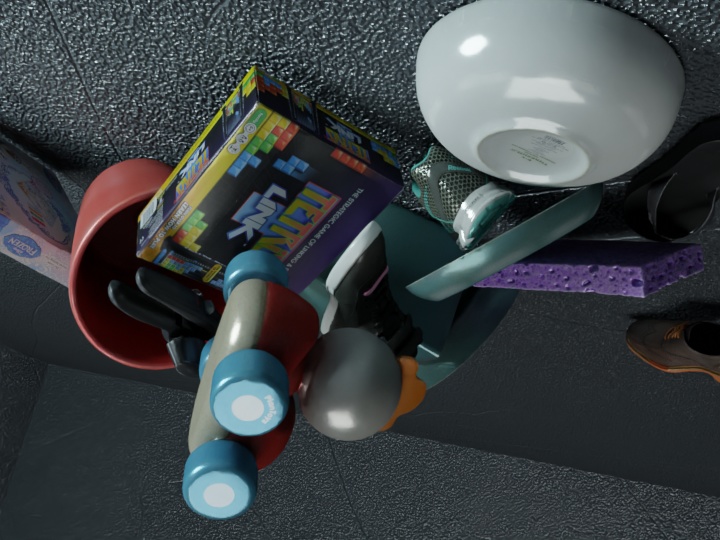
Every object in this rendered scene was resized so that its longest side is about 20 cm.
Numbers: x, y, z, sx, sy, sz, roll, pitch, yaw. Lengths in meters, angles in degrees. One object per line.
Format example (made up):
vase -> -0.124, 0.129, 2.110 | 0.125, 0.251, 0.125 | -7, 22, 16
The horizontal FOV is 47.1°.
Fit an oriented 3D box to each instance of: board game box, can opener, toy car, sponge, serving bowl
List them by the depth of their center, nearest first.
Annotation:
serving bowl -> 0.132, -0.112, 0.606 | 0.196, 0.067, 0.201 | 12, 162, 4
toy car -> -0.040, 0.109, 0.721 | 0.196, 0.179, 0.185 | 15, -152, -13
board game box -> -0.085, -0.062, 0.757 | 0.164, 0.057, 0.200 | 25, 126, -32
can opener -> -0.172, 0.039, 0.771 | 0.063, 0.079, 0.201 | -29, 157, -4
sponge -> 0.217, -0.006, 0.811 | 0.110, 0.030, 0.198 | -17, -167, -39
board game box -> -0.397, -0.083, 0.944 | 0.201, 0.043, 0.199 | 52, -175, 31

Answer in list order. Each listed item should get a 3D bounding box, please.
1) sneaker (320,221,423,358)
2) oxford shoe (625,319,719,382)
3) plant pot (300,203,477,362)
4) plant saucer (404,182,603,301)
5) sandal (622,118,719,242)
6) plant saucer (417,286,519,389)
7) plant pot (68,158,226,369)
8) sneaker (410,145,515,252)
sneaker -> 0.021, 0.034, 0.769 | 0.099, 0.071, 0.201 | 38, 153, 13
oxford shoe -> 0.401, 0.082, 1.006 | 0.073, 0.072, 0.199 | 47, 162, -29
plant pot -> 0.000, 0.000, 0.942 | 0.197, 0.144, 0.141 | 27, 160, -16
plant saucer -> 0.131, -0.022, 0.737 | 0.198, 0.028, 0.200 | -29, 177, -2
sandal -> 0.270, -0.062, 0.692 | 0.074, 0.044, 0.201 | 11, 163, 6
plant saucer -> 0.110, 0.062, 0.998 | 0.036, 0.201, 0.200 | 44, 157, -8
plant pot -> -0.225, -0.026, 0.901 | 0.198, 0.202, 0.178 | 24, -166, -33
sneaker -> 0.089, -0.073, 0.753 | 0.091, 0.078, 0.200 | 43, -177, 5
